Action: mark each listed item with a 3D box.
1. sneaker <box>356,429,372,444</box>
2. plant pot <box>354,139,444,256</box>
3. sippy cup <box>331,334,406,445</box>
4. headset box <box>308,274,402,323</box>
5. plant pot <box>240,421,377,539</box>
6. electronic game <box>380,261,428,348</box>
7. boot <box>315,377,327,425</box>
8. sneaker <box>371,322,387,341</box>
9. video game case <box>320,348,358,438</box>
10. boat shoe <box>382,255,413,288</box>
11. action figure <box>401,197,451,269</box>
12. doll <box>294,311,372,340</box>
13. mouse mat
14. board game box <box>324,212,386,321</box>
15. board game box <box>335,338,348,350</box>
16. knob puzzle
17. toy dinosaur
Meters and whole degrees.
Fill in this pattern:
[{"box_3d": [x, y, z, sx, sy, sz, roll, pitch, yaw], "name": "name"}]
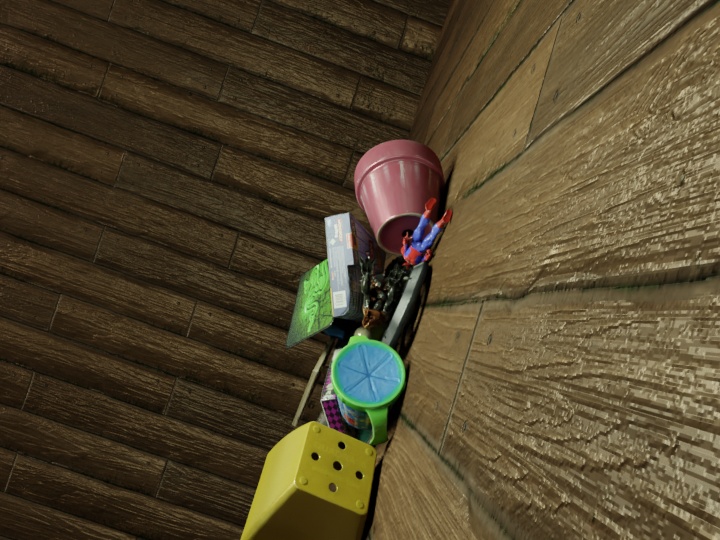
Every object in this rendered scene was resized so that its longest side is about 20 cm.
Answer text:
[{"box_3d": [0.013, 0.251, 1.393, 0.072, 0.078, 0.204, 115, 172, -66], "name": "sneaker"}, {"box_3d": [0.088, -0.141, 1.457, 0.202, 0.195, 0.182, 111, 161, -47], "name": "plant pot"}, {"box_3d": [0.011, 0.219, 1.256, 0.132, 0.137, 0.180, 95, -162, -52], "name": "sippy cup"}, {"box_3d": [-0.014, 0.062, 1.633, 0.199, 0.172, 0.094, -31, -32, -55], "name": "headset box"}, {"box_3d": [-0.071, 0.388, 1.205, 0.202, 0.196, 0.178, -75, 11, -50], "name": "plant pot"}, {"box_3d": [0.089, 0.077, 1.362, 0.200, 0.041, 0.204, 24, -91, -87], "name": "electronic game"}, {"box_3d": [-0.091, 0.324, 1.485, 0.077, 0.135, 0.206, 27, -125, -71], "name": "boot"}, {"box_3d": [0.027, 0.222, 1.567, 0.105, 0.074, 0.204, 61, -129, -75], "name": "sneaker"}, {"box_3d": [-0.027, 0.292, 1.400, 0.182, 0.035, 0.204, -75, -28, -65], "name": "video game case"}, {"box_3d": [0.089, 0.001, 1.541, 0.199, 0.072, 0.068, 52, -134, -84], "name": "boat shoe"}, {"box_3d": [0.118, -0.056, 1.366, 0.052, 0.065, 0.201, -56, -6, -36], "name": "action figure"}, {"box_3d": [-0.048, 0.121, 1.473, 0.197, 0.134, 0.050, 10, 96, 45], "name": "doll"}, {"box_3d": [-0.096, 0.059, 1.476, 0.159, 0.007, 0.204, -30, 37, 39], "name": "mouse mat"}, {"box_3d": [0.000, 0.000, 1.460, 0.199, 0.060, 0.206, 15, -112, -65], "name": "board game box"}, {"box_3d": [-0.019, 0.240, 1.642, 0.152, 0.036, 0.205, -73, -26, -69], "name": "board game box"}, {"box_3d": [-0.085, 0.228, 1.548, 0.220, 0.030, 0.224, 25, -91, -87], "name": "knob puzzle"}, {"box_3d": [0.043, 0.056, 1.359, 0.201, 0.099, 0.139, -101, 16, -63], "name": "toy dinosaur"}]
